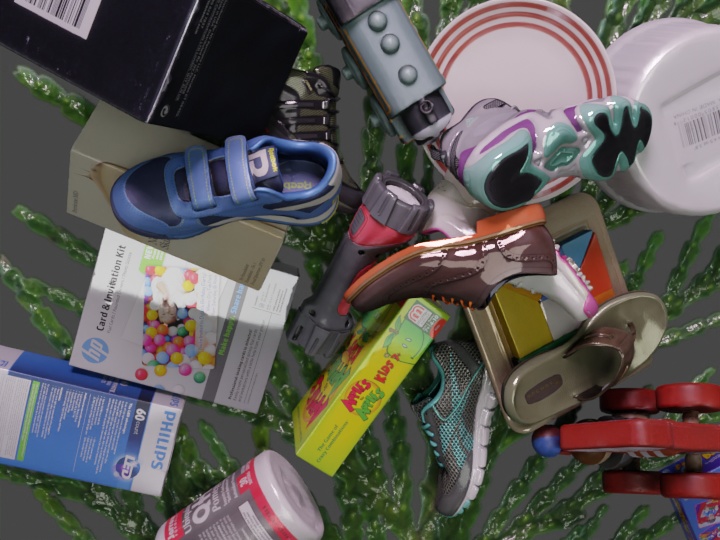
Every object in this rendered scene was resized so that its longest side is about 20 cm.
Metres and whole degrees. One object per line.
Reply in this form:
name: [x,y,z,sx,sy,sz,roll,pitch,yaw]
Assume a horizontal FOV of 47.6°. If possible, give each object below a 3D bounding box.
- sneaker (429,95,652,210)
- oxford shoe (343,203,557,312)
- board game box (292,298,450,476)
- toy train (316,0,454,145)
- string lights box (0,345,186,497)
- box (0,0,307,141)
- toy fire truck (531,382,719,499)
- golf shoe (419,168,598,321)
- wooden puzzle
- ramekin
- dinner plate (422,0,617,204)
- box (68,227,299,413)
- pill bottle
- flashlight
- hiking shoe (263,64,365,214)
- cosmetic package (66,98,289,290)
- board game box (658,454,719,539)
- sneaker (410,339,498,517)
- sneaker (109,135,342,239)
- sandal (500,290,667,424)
sneaker: [0.157,-0.131,0.756,0.198,0.140,0.079,-16,124,-21]
oxford shoe: [0.080,0.007,0.738,0.198,0.071,0.073,-22,82,15]
board game box: [0.006,0.100,0.842,0.047,0.102,0.201,34,98,-14]
toy train: [0.020,-0.206,0.753,0.085,0.114,0.201,-29,98,3]
string lights box: [-0.289,0.156,0.842,0.198,0.059,0.104,15,102,-10]
box: [-0.178,-0.201,0.663,0.199,0.198,0.124,29,102,13]
toy fire truck: [0.271,0.173,0.841,0.166,0.199,0.114,11,74,-27]
golf shoe: [0.140,-0.013,0.794,0.092,0.075,0.200,-46,74,6]
wooden puzzle: [0.202,0.042,0.848,0.183,0.037,0.202,-24,94,-15]
ramekin: [0.328,-0.151,0.821,0.198,0.098,0.203,-2,104,-7]
dinner plate: [0.151,-0.165,0.809,0.198,0.024,0.203,5,108,15]
box: [-0.178,0.046,0.838,0.198,0.041,0.158,17,101,-10]
pill bottle: [-0.147,0.291,0.867,0.199,0.111,0.111,-36,105,2]
flashlight: [0.000,0.000,0.815,0.067,0.068,0.201,36,119,14]
hiking shoe: [-0.047,-0.146,0.787,0.100,0.076,0.200,-39,104,7]
cosmetic package: [-0.165,-0.068,0.765,0.198,0.074,0.104,21,145,-8]
board game box: [0.472,0.256,0.968,0.198,0.045,0.136,-27,106,0]
sneaker: [0.095,0.166,0.889,0.090,0.078,0.203,10,93,-6]
sneaker: [-0.107,-0.075,0.679,0.198,0.082,0.075,-8,76,-19]
sandal: [0.233,0.094,0.814,0.200,0.057,0.080,-32,102,-13]
